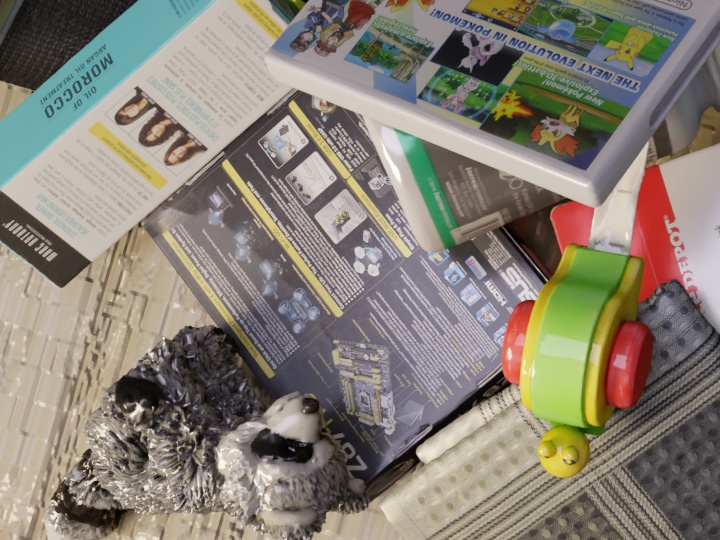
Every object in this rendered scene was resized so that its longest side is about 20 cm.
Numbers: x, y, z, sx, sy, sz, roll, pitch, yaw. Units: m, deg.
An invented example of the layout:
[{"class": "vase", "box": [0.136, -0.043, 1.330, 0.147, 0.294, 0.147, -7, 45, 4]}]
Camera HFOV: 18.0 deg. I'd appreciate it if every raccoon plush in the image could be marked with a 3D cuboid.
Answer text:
[{"class": "raccoon plush", "box": [-0.078, 0.120, 1.224, 0.134, 0.097, 0.200, 45, 141, 12]}]

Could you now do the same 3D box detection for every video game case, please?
[{"class": "video game case", "box": [0.081, -0.133, 1.100, 0.200, 0.022, 0.182, 24, 66, 33]}]

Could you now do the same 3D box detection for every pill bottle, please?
[{"class": "pill bottle", "box": [0.102, -0.097, 1.152, 0.199, 0.113, 0.113, -23, 76, 3]}]

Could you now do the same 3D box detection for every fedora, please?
[{"class": "fedora", "box": [-0.161, -0.171, 1.279, 0.091, 0.201, 0.201, 26, 92, -14]}]

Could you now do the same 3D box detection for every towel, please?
[{"class": "towel", "box": [0.136, 0.131, 1.153, 0.200, 0.035, 0.193, -37, 99, 17]}]

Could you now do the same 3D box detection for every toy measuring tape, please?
[{"class": "toy measuring tape", "box": [0.108, 0.002, 1.074, 0.073, 0.074, 0.201, 12, 99, 19]}]

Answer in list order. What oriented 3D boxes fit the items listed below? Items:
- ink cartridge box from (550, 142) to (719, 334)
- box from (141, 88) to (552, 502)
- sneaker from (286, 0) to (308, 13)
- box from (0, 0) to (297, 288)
[{"class": "ink cartridge box", "box": [0.210, -0.009, 1.163, 0.199, 0.067, 0.117, -19, 79, 15]}, {"class": "box", "box": [0.000, 0.000, 1.241, 0.161, 0.049, 0.200, -41, 73, 8]}, {"class": "sneaker", "box": [0.034, -0.174, 1.250, 0.199, 0.074, 0.084, 5, 56, 23]}, {"class": "box", "box": [-0.123, -0.085, 1.243, 0.200, 0.082, 0.049, -40, 43, 9]}]
